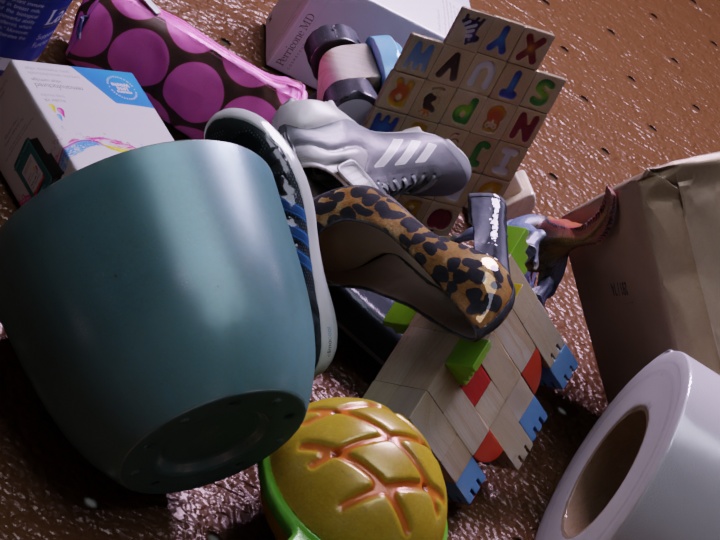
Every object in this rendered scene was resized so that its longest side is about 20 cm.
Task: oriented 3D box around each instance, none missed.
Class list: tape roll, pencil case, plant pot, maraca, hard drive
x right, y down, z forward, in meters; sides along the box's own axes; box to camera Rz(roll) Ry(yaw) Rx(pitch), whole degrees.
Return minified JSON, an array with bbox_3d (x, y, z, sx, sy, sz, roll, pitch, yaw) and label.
[{"bbox_3d":[0.226,0.175,1.567,0.139,0.203,0.203,31,30,-8],"label":"tape roll"},{"bbox_3d":[-0.134,-0.158,1.774,0.200,0.094,0.091,30,30,-13],"label":"pencil case"},{"bbox_3d":[-0.119,0.042,1.413,0.200,0.201,0.161,2,54,-45],"label":"plant pot"},{"bbox_3d":[-0.004,0.157,1.443,0.137,0.107,0.200,19,33,-14],"label":"maraca"},{"bbox_3d":[0.000,0.000,1.715,0.200,0.033,0.140,42,26,-3],"label":"hard drive"}]

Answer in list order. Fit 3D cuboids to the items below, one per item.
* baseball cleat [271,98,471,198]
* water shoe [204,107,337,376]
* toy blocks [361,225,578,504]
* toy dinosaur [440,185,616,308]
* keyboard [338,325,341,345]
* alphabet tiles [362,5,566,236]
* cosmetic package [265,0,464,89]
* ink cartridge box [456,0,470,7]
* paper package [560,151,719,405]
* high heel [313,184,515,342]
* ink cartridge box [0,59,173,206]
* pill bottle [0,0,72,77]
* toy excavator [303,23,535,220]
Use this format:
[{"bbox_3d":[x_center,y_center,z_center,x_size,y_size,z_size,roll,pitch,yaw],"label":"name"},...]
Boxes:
[{"bbox_3d":[0.012,-0.067,1.740,0.200,0.070,0.107,14,52,-38],"label":"baseball cleat"},{"bbox_3d":[-0.073,-0.018,1.559,0.079,0.071,0.201,-12,80,-53],"label":"water shoe"},{"bbox_3d":[0.082,0.086,1.621,0.200,0.100,0.137,-56,133,-26],"label":"toy blocks"},{"bbox_3d":[0.149,-0.008,1.806,0.105,0.200,0.182,62,22,-9],"label":"toy dinosaur"},{"bbox_3d":[-0.065,0.011,1.676,0.127,0.021,0.200,23,34,-29],"label":"keyboard"},{"bbox_3d":[0.075,-0.117,1.829,0.166,0.200,0.006,12,25,-37],"label":"alphabet tiles"},{"bbox_3d":[0.026,-0.198,1.986,0.200,0.108,0.085,23,33,-19],"label":"cosmetic package"},{"bbox_3d":[0.026,-0.300,2.194,0.161,0.050,0.200,23,34,-22],"label":"ink cartridge box"},{"bbox_3d":[0.248,0.019,1.743,0.103,0.200,0.191,-13,86,-14],"label":"paper package"},{"bbox_3d":[0.008,0.005,1.571,0.199,0.072,0.143,-7,37,8],"label":"high heel"},{"bbox_3d":[-0.178,-0.056,1.606,0.116,0.067,0.200,1,45,-45],"label":"ink cartridge box"},{"bbox_3d":[-0.255,-0.237,1.649,0.116,0.200,0.116,26,31,-17],"label":"pill bottle"},{"bbox_3d":[0.056,-0.109,1.881,0.199,0.195,0.100,-5,41,-11],"label":"toy excavator"}]
